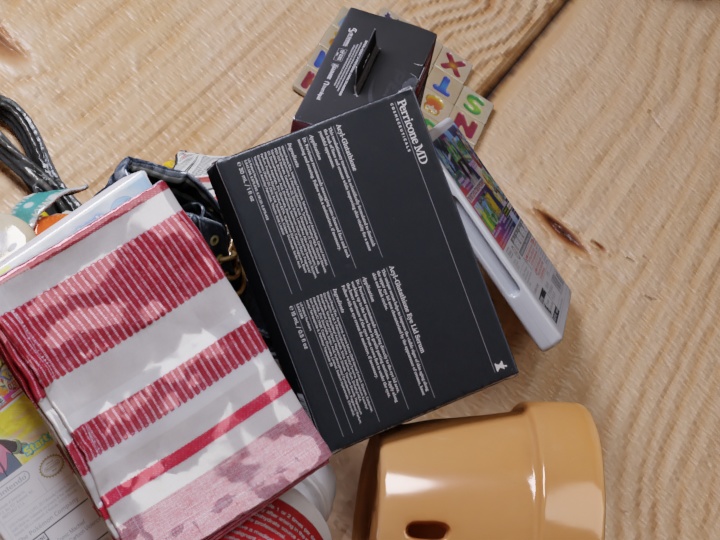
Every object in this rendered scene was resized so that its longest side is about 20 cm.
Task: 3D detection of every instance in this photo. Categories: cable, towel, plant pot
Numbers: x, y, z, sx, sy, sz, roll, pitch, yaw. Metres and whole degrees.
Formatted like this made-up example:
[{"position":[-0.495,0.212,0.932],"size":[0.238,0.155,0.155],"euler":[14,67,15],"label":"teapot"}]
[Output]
[{"position":[-0.215,-0.054,1.243],"size":[0.096,0.050,0.201],"euler":[-1,57,-36],"label":"cable"},{"position":[-0.121,0.064,1.025],"size":[0.143,0.023,0.201],"euler":[-32,93,-25],"label":"towel"},{"position":[0.070,0.181,1.146],"size":[0.139,0.201,0.201],"euler":[7,49,-6],"label":"plant pot"}]

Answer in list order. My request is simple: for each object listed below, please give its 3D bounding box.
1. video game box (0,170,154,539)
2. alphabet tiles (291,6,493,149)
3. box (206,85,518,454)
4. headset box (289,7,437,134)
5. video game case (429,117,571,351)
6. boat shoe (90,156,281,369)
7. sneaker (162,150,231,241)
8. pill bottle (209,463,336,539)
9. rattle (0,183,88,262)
[{"position":[-0.167,0.069,1.051],"size":[0.199,0.047,0.183],"euler":[-36,104,-23],"label":"video game box"},{"position":[0.032,-0.153,1.519],"size":[0.166,0.006,0.201],"euler":[33,44,-6],"label":"alphabet tiles"},{"position":[0.000,0.000,1.137],"size":[0.140,0.079,0.202],"euler":[-21,93,-9],"label":"box"},{"position":[-0.007,-0.085,1.289],"size":[0.074,0.201,0.149],"euler":[18,44,5],"label":"headset box"},{"position":[0.104,-0.033,1.356],"size":[0.183,0.023,0.200],"euler":[55,13,-2],"label":"video game case"},{"position":[-0.103,0.000,1.185],"size":[0.199,0.091,0.071],"euler":[26,30,-28],"label":"boat shoe"},{"position":[-0.108,-0.065,1.303],"size":[0.082,0.078,0.200],"euler":[36,34,16],"label":"sneaker"},{"position":[-0.082,0.199,1.073],"size":[0.112,0.112,0.201],"euler":[30,44,-7],"label":"pill bottle"},{"position":[-0.258,-0.036,1.053],"size":[0.198,0.144,0.131],"euler":[-13,40,0],"label":"rattle"}]
